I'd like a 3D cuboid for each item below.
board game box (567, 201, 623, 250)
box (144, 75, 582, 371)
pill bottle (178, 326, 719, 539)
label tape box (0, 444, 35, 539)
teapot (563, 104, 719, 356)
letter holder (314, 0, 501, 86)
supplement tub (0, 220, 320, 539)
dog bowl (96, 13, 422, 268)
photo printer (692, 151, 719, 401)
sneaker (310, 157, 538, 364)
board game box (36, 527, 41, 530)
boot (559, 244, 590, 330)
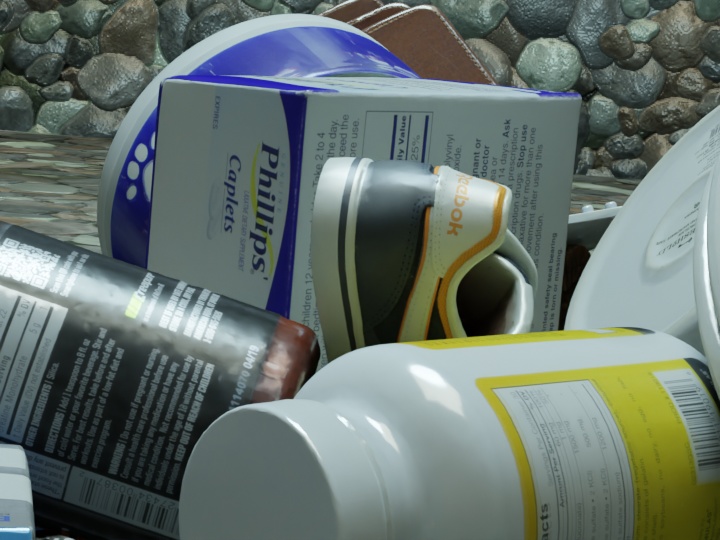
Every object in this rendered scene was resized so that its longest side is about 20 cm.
[{"bbox_3d":[0.089,-0.020,1.499,0.199,0.026,0.200,-10,-8,-33],"label":"board game box"},{"bbox_3d":[0.000,0.000,1.153,0.105,0.185,0.199,12,10,43],"label":"box"},{"bbox_3d":[0.039,0.079,0.824,0.199,0.113,0.112,-2,9,-43],"label":"pill bottle"},{"bbox_3d":[-0.172,0.100,0.738,0.143,0.064,0.200,2,7,-10],"label":"label tape box"},{"bbox_3d":[0.190,0.023,1.029,0.146,0.198,0.200,38,0,-16],"label":"teapot"},{"bbox_3d":[-0.035,-0.084,1.418,0.199,0.142,0.101,-34,-13,-11],"label":"letter holder"},{"bbox_3d":[-0.122,0.041,0.905,0.199,0.108,0.107,19,7,1],"label":"supplement tub"},{"bbox_3d":[-0.036,-0.031,1.284,0.199,0.201,0.079,0,26,-31],"label":"dog bowl"},{"bbox_3d":[0.218,0.015,0.861,0.198,0.070,0.167,10,45,-5],"label":"photo printer"},{"bbox_3d":[0.030,0.039,0.944,0.079,0.201,0.079,3,50,10],"label":"sneaker"},{"bbox_3d":[-0.164,0.080,1.023,0.199,0.035,0.135,-2,9,-41],"label":"board game box"},{"bbox_3d":[0.079,0.023,1.490,0.107,0.076,0.200,2,6,29],"label":"boot"}]
